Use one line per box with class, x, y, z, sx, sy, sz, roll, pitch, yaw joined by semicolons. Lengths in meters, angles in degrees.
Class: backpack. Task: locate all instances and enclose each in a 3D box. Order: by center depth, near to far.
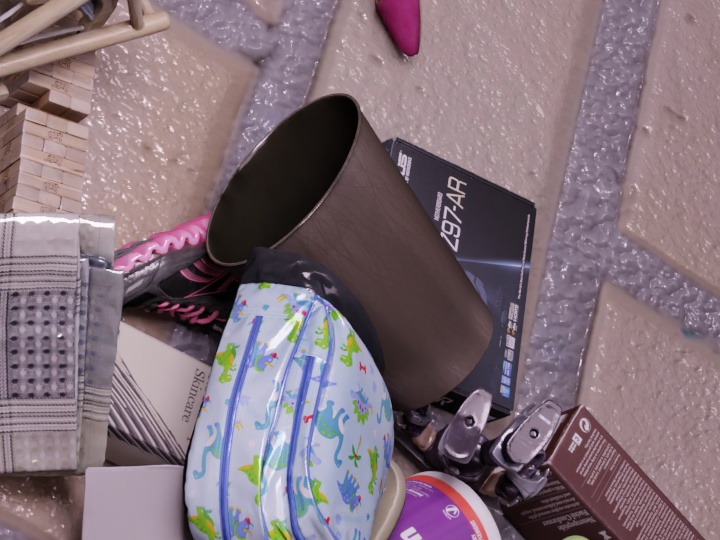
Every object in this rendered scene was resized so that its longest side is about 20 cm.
backpack;-0.047;0.115;1.281;0.201;0.153;0.164;-58;147;-28

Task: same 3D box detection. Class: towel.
towel;-0.256;0.053;1.260;0.198;0.035;0.194;-1;108;-20

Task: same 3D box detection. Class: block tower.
block tower;-0.234;-0.115;1.413;0.057;0.054;0.202;17;65;-30

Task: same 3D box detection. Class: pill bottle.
pill bottle;0.008;0.236;1.428;0.199;0.112;0.113;-25;89;-39

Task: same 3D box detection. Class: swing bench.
swing bench;-0.266;-0.240;1.352;0.199;0.130;0.200;-25;75;-11

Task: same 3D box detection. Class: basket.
basket;0.000;0.000;1.425;0.200;0.135;0.181;50;39;-27

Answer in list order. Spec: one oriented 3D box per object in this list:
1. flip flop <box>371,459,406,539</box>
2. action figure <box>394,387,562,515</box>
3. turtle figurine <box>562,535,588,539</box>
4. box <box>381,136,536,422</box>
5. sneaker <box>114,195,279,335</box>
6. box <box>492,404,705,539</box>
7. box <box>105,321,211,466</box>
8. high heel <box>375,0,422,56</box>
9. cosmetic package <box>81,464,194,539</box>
flip flop;-0.024;0.206;1.328;0.081;0.058;0.201;21;60;13
action figure;0.092;0.135;1.482;0.129;0.200;0.070;25;76;-3
turtle figurine;0.202;0.318;1.493;0.144;0.198;0.196;-35;130;-66
box;0.065;0.009;1.596;0.159;0.043;0.202;24;61;-28
sneaker;-0.125;0.010;1.444;0.199;0.079;0.096;-22;99;-38
box;0.203;0.214;1.589;0.200;0.100;0.075;46;53;-13
box;-0.189;0.081;1.366;0.199;0.068;0.083;27;60;-26
high heel;-0.010;-0.274;1.649;0.095;0.067;0.202;-16;87;-11
cosmetic package;-0.137;0.238;1.301;0.107;0.089;0.202;28;63;-66
